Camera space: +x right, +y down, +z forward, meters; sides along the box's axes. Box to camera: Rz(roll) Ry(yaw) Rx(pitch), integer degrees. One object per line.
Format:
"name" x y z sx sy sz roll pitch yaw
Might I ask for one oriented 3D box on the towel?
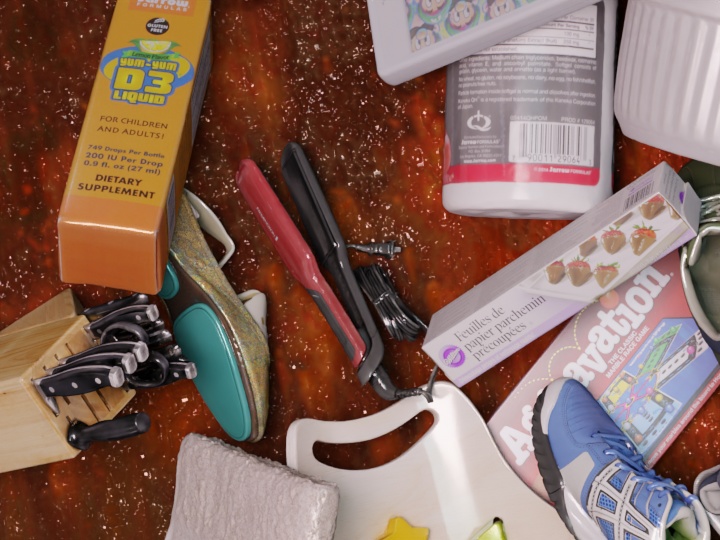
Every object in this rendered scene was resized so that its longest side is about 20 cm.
"towel" -0.076 0.178 1.546 0.034 0.200 0.133 10 90 -28

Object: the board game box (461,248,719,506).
"board game box" 0.166 0.075 1.621 0.103 0.019 0.200 39 90 5

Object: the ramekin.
"ramekin" 0.250 -0.116 1.541 0.199 0.200 0.106 14 99 3

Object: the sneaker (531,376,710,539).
"sneaker" 0.173 0.147 1.544 0.077 0.075 0.201 -43 61 32

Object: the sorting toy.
"sorting toy" 0.032 0.166 1.571 0.199 0.107 0.181 -14 80 -24

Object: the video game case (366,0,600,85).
"video game case" 0.087 -0.230 1.540 0.199 0.024 0.183 -20 63 26

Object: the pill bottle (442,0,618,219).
"pill bottle" 0.109 -0.135 1.585 0.110 0.111 0.201 2 87 3

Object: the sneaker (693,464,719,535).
"sneaker" 0.268 0.085 1.554 0.146 0.077 0.204 -9 86 -40

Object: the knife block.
"knife block" -0.201 0.083 1.554 0.199 0.176 0.064 -31 107 1

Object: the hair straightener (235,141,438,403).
"hair straightener" 0.000 0.000 1.604 0.077 0.041 0.200 -24 70 -27

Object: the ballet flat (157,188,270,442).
"ballet flat" -0.100 0.013 1.617 0.070 0.071 0.201 -31 89 1

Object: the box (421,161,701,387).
"box" 0.124 0.004 1.551 0.200 0.042 0.039 -35 108 30

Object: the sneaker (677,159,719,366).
"sneaker" 0.229 -0.011 1.537 0.067 0.090 0.201 -21 50 13

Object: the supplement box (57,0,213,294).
"supplement box" -0.140 -0.085 1.568 0.066 0.069 0.201 7 51 2
